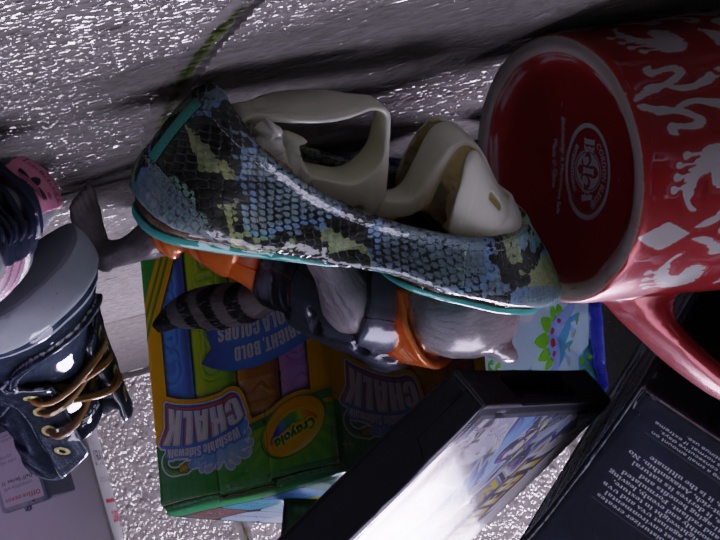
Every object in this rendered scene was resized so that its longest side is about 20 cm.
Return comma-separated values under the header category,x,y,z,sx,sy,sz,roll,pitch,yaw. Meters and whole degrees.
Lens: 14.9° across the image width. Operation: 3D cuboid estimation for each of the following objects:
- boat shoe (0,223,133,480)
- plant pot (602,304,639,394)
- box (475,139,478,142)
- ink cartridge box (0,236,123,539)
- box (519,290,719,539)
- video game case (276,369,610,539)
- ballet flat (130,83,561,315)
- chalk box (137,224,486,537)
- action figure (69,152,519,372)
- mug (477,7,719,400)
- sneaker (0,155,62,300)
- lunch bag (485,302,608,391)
category,x,y,z,sx,sy,sz,roll,pitch,yaw
boat shoe,-0.129,0.038,1.180,0.071,0.091,0.200,-41,-171,-14
plant pot,0.286,-0.001,2.109,0.199,0.178,0.199,-16,177,41
box,0.173,-0.076,1.442,0.198,0.050,0.200,-16,178,16
ink cartridge box,-0.160,0.085,1.332,0.067,0.201,0.117,-14,177,-4
box,0.191,0.061,1.322,0.200,0.123,0.199,-55,177,-32
video game case,0.012,0.119,1.247,0.200,0.026,0.181,-45,163,15
ballet flat,0.009,-0.029,1.035,0.199,0.075,0.074,9,162,-39
chalk box,-0.019,0.058,1.355,0.124,0.201,0.125,-17,164,39
action figure,0.000,0.000,1.202,0.193,0.105,0.200,17,-174,40
mug,0.165,-0.032,1.147,0.199,0.178,0.133,-7,163,-35
sneaker,-0.141,-0.020,0.966,0.082,0.070,0.200,-31,-176,-16
lunch bag,0.016,0.025,1.553,0.199,0.128,0.170,-5,-170,-39
